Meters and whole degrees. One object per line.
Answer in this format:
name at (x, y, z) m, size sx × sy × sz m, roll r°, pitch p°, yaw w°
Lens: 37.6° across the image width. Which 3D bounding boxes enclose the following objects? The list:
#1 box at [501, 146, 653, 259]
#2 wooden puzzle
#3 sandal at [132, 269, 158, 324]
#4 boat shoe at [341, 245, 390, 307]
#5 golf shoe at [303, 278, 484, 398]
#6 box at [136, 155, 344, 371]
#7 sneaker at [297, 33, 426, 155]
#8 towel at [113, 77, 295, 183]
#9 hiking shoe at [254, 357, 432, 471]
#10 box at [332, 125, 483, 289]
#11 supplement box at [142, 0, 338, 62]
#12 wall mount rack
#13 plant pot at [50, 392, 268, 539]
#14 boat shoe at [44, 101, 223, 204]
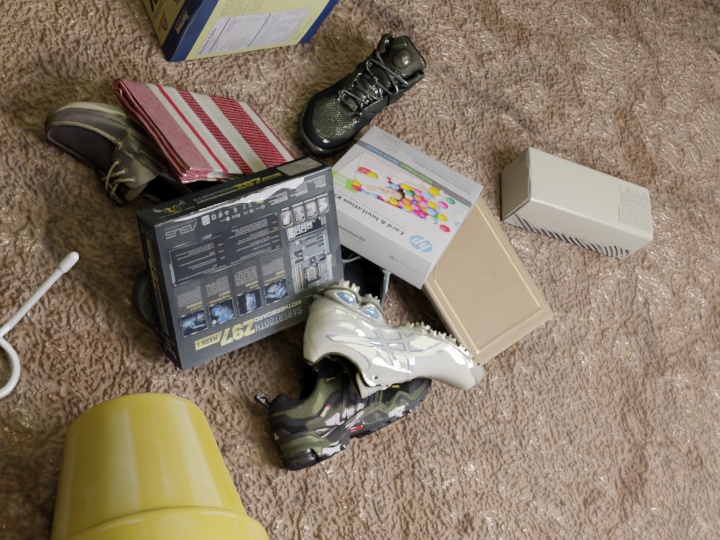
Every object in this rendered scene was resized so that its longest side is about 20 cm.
box at (0.281, -0.085, 1.370) m, size 0.197 × 0.068 × 0.083 m, roll 17°, pitch 60°, yaw -22°
wooden puzzle at (0.130, 0.008, 1.251) m, size 0.199 × 0.037 × 0.187 m, roll -25°, pitch 81°, yaw -49°
sandal at (-0.144, -0.003, 1.095) m, size 0.197 × 0.043 × 0.077 m, roll -13°, pitch 117°, yaw -30°
boat shoe at (0.000, 0.000, 1.173) m, size 0.074 × 0.062 × 0.203 m, roll 21°, pitch 58°, yaw -14°
golf shoe at (0.029, 0.093, 1.076) m, size 0.198 × 0.078 × 0.099 m, roll 26°, pitch 70°, yaw -11°
box at (-0.113, -0.010, 1.053) m, size 0.198 × 0.051 × 0.160 m, roll -22°, pitch 120°, yaw -26°
sneaker at (0.006, -0.217, 1.250) m, size 0.076 × 0.114 × 0.199 m, roll 49°, pitch 55°, yaw 2°
towel at (-0.152, -0.140, 1.114) m, size 0.199 × 0.023 × 0.145 m, roll 0°, pitch 45°, yaw -55°
hiking shoe at (-0.011, 0.125, 1.100) m, size 0.198 × 0.076 × 0.102 m, roll -24°, pitch 83°, yaw -35°
box at (0.039, -0.077, 1.184) m, size 0.154 × 0.042 × 0.200 m, roll 30°, pitch 37°, yaw 7°
supplement box at (-0.151, -0.371, 1.218) m, size 0.198 × 0.134 × 0.203 m, roll -17°, pitch 76°, yaw -34°
wall mount rack at (-0.363, 0.012, 0.953) m, size 0.200 × 0.074 × 0.174 m, roll 44°, pitch 54°, yaw -5°
plant pot at (-0.181, 0.220, 0.899) m, size 0.198 × 0.202 × 0.191 m, roll 4°, pitch 49°, yaw -28°
boat shoe at (-0.230, -0.109, 1.087) m, size 0.197 × 0.074 × 0.074 m, roll 20°, pitch 59°, yaw -19°
